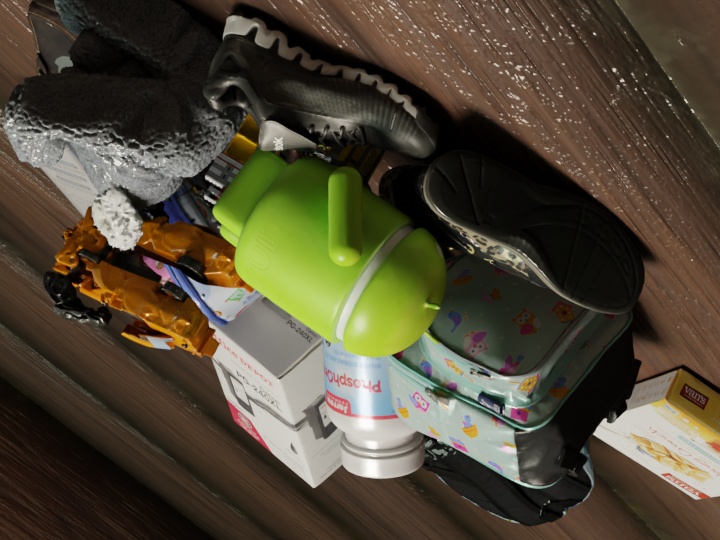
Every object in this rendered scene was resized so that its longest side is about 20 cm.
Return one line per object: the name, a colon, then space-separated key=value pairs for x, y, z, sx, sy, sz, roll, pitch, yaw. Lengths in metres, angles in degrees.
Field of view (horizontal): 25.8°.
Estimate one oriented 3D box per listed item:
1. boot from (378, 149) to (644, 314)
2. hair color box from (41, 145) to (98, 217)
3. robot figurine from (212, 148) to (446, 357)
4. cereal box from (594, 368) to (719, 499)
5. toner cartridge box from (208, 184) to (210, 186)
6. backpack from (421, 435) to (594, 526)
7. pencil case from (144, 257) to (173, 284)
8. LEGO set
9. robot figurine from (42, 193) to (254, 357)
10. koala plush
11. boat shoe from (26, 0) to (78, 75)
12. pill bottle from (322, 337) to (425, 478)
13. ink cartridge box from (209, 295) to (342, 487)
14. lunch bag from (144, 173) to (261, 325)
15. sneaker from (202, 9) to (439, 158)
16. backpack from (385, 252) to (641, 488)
boot: x=0.116 y=-0.033 z=1.260 sx=0.202 sy=0.074 sz=0.154 roll=28 pitch=172 yaw=-18
hair color box: x=-0.288 y=-0.111 z=1.697 sx=0.098 sy=0.061 sz=0.200 roll=19 pitch=159 yaw=30
robot figurine: x=-0.018 y=-0.011 z=1.240 sx=0.199 sy=0.116 sz=0.176 roll=34 pitch=165 yaw=14
cereal box: x=0.310 y=0.159 z=1.489 sx=0.143 sy=0.040 sz=0.200 roll=33 pitch=162 yaw=-4
toner cartridge box: x=-0.129 y=-0.028 z=1.691 sx=0.199 sy=0.043 sz=0.095 roll=35 pitch=161 yaw=-13
backpack: x=0.154 y=0.174 z=1.606 sx=0.163 sy=0.154 sz=0.200 roll=-39 pitch=107 yaw=25
pencil case: x=-0.191 y=0.021 z=1.784 sx=0.082 sy=0.087 sz=0.200 roll=25 pitch=175 yaw=23
LEGO set: x=-0.068 y=-0.061 z=1.384 sx=0.153 sy=0.117 sz=0.200 roll=32 pitch=162 yaw=-5
robot figurine: x=-0.193 y=0.002 z=1.411 sx=0.199 sy=0.146 sz=0.058 roll=21 pitch=159 yaw=35
koala plush: x=-0.190 y=-0.117 z=1.340 sx=0.182 sy=0.179 sz=0.201 roll=18 pitch=152 yaw=0
boat shoe: x=-0.262 y=-0.177 z=1.463 sx=0.074 sy=0.074 sz=0.200 roll=22 pitch=160 yaw=23
pill bottle: x=0.018 y=0.086 z=1.483 sx=0.108 sy=0.108 sz=0.203 roll=14 pitch=113 yaw=42
ink cartridge box: x=-0.085 y=0.113 z=1.675 sx=0.145 sy=0.083 sz=0.201 roll=35 pitch=154 yaw=35
lunch bag: x=-0.173 y=-0.044 z=1.534 sx=0.201 sy=0.075 sz=0.160 roll=55 pitch=-178 yaw=7
sneaker: x=-0.037 y=-0.121 z=1.224 sx=0.198 sy=0.091 sz=0.067 roll=27 pitch=163 yaw=11
backpack: x=0.117 y=0.068 z=1.351 sx=0.198 sy=0.176 sz=0.154 roll=16 pitch=141 yaw=38
